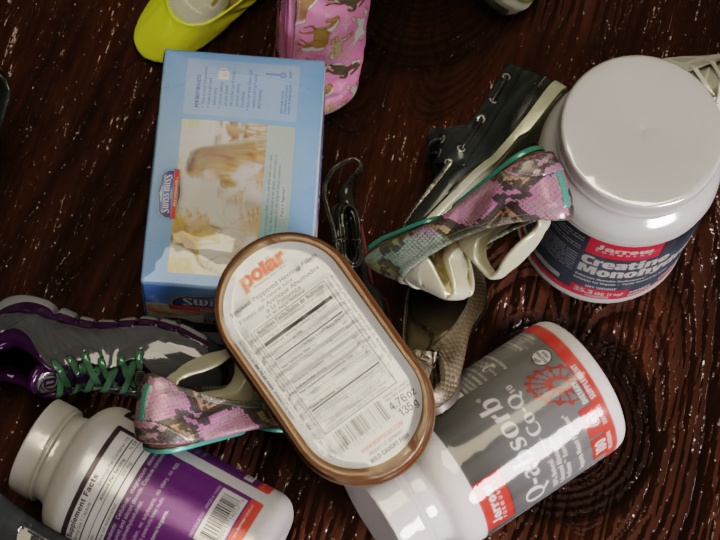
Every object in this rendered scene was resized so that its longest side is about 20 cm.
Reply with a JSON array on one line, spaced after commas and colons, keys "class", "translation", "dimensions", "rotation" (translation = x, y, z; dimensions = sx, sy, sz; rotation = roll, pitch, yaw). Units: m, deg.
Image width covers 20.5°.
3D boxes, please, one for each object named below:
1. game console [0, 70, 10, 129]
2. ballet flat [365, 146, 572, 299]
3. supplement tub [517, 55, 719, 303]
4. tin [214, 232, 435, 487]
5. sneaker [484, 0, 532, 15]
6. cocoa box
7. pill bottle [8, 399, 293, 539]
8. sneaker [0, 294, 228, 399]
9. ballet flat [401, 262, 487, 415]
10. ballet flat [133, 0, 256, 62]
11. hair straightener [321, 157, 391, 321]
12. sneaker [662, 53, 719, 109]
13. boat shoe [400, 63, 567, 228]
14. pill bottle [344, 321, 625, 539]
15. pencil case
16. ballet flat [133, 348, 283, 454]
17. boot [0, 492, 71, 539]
[{"class": "game console", "translation": [-0.399, -0.108, 1.574], "dimensions": [0.199, 0.116, 0.176], "rotation": [30, 71, 8]}, {"class": "ballet flat", "translation": [0.080, -0.022, 1.488], "dimensions": [0.069, 0.200, 0.071], "rotation": [-10, 74, -47]}, {"class": "supplement tub", "translation": [0.201, -0.068, 1.552], "dimensions": [0.139, 0.200, 0.141], "rotation": [1, 70, -3]}, {"class": "tin", "translation": [-0.026, 0.063, 1.442], "dimensions": [0.112, 0.042, 0.200], "rotation": [-35, 80, -7]}, {"class": "sneaker", "translation": [0.109, -0.288, 1.630], "dimensions": [0.088, 0.200, 0.077], "rotation": [-15, 58, 35]}, {"class": "cocoa box", "translation": [-0.098, -0.055, 1.565], "dimensions": [0.133, 0.131, 0.201], "rotation": [4, 69, -2]}, {"class": "pill bottle", "translation": [-0.157, 0.176, 1.486], "dimensions": [0.199, 0.113, 0.113], "rotation": [27, 70, 7]}, {"class": "sneaker", "translation": [-0.204, 0.079, 1.519], "dimensions": [0.199, 0.075, 0.088], "rotation": [9, 32, 14]}, {"class": "ballet flat", "translation": [0.057, 0.037, 1.536], "dimensions": [0.067, 0.046, 0.200], "rotation": [-14, 31, 20]}, {"class": "ballet flat", "translation": [-0.108, -0.250, 1.670], "dimensions": [0.200, 0.067, 0.067], "rotation": [-35, 76, -15]}, {"class": "hair straightener", "translation": [0.000, 0.000, 1.578], "dimensions": [0.041, 0.077, 0.201], "rotation": [-9, 71, 11]}, {"class": "sneaker", "translation": [0.299, -0.166, 1.639], "dimensions": [0.199, 0.115, 0.076], "rotation": [-8, 70, -6]}, {"class": "boat shoe", "translation": [0.086, -0.098, 1.623], "dimensions": [0.066, 0.075, 0.199], "rotation": [38, 72, 13]}, {"class": "pill bottle", "translation": [0.092, 0.136, 1.515], "dimensions": [0.200, 0.116, 0.116], "rotation": [-32, 75, -14]}, {"class": "pencil case", "translation": [-0.034, -0.207, 1.592], "dimensions": [0.086, 0.200, 0.083], "rotation": [-4, 60, -6]}, {"class": "ballet flat", "translation": [-0.087, 0.093, 1.491], "dimensions": [0.069, 0.199, 0.072], "rotation": [9, 98, 43]}, {"class": "boot", "translation": [-0.248, 0.242, 1.471], "dimensions": [0.200, 0.165, 0.066], "rotation": [35, 48, -14]}]
